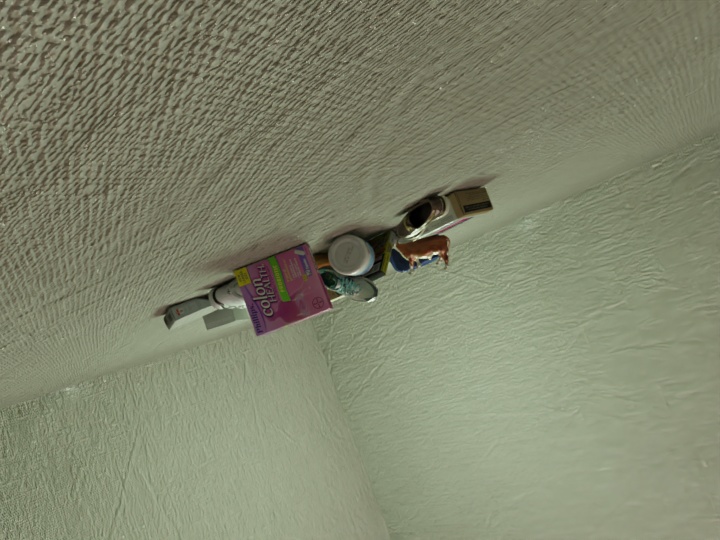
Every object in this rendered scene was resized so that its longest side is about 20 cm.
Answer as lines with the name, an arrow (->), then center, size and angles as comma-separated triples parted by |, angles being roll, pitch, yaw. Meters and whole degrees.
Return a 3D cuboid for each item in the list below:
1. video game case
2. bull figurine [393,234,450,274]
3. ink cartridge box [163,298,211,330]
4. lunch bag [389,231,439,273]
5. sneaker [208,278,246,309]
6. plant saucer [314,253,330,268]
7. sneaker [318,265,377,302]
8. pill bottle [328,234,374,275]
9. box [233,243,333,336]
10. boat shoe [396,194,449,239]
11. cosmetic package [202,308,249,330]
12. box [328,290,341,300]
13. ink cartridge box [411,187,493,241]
video game case -> 0.016, -0.024, 1.666 | 0.200, 0.025, 0.181 | -25, -144, 39
bull figurine -> 0.185, -0.058, 1.665 | 0.199, 0.122, 0.065 | -5, -150, 26
ink cartridge box -> -0.482, 0.107, 1.606 | 0.200, 0.050, 0.162 | -28, 179, -30
lunch bag -> 0.172, -0.073, 1.787 | 0.199, 0.136, 0.132 | -22, 175, 5
sneaker -> -0.324, 0.062, 1.516 | 0.115, 0.075, 0.200 | -20, 173, 27
plant saucer -> -0.163, -0.009, 1.660 | 0.199, 0.038, 0.200 | -20, 176, -2
sneaker -> -0.048, 0.046, 1.556 | 0.199, 0.078, 0.086 | 18, -172, 14
pill bottle -> -0.019, -0.040, 1.510 | 0.108, 0.109, 0.200 | -22, 175, 9
box -> -0.194, 0.051, 1.368 | 0.199, 0.177, 0.097 | -20, 175, 0
boat shoe -> 0.151, -0.136, 1.415 | 0.059, 0.072, 0.200 | -10, 166, -36
cosmetic package -> -0.463, 0.149, 1.837 | 0.106, 0.091, 0.200 | -18, 178, 2
box -> -0.100, 0.063, 1.968 | 0.199, 0.095, 0.078 | -25, 174, 22
ink cartridge box -> 0.250, -0.161, 1.528 | 0.164, 0.075, 0.200 | -18, 175, -45
